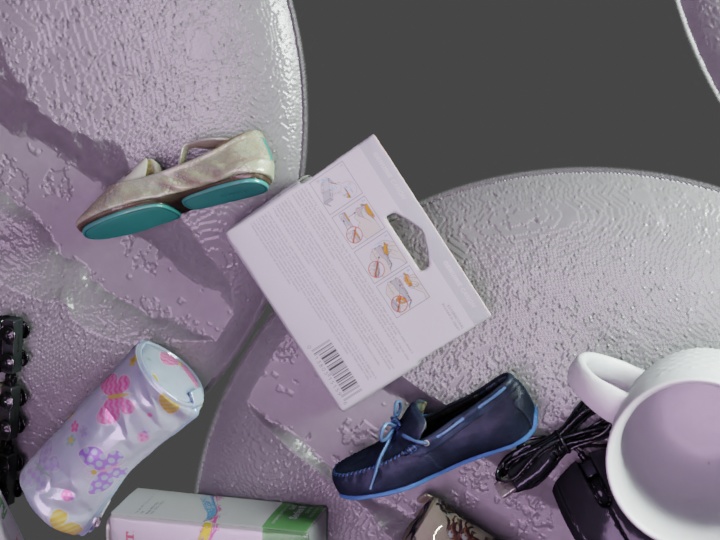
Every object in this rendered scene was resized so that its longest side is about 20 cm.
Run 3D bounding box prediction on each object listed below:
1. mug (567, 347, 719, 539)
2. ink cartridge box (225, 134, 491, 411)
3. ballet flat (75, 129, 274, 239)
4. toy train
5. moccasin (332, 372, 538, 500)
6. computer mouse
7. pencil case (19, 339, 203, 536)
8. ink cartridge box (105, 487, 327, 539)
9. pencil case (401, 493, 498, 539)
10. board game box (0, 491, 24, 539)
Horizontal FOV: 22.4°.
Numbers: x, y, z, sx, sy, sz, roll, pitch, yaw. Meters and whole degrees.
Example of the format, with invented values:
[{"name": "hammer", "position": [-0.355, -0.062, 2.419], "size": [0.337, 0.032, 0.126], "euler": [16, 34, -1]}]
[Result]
[{"name": "mug", "position": [0.268, 0.127, 1.547], "size": [0.199, 0.175, 0.149], "euler": [27, 107, 7]}, {"name": "ink cartridge box", "position": [0.000, 0.000, 1.655], "size": [0.173, 0.044, 0.201], "euler": [-33, 93, 18]}, {"name": "ballet flat", "position": [-0.172, -0.081, 1.680], "size": [0.198, 0.067, 0.063], "euler": [-15, 71, 13]}, {"name": "toy train", "position": [-0.353, 0.141, 1.778], "size": [0.045, 0.034, 0.202], "euler": [11, 104, 24]}, {"name": "moccasin", "position": [0.062, 0.145, 1.660], "size": [0.199, 0.081, 0.069], "euler": [-24, 111, 5]}, {"name": "computer mouse", "position": [0.224, 0.224, 1.636], "size": [0.138, 0.053, 0.201], "euler": [-35, 94, 7]}, {"name": "pencil case", "position": [-0.237, 0.161, 1.726], "size": [0.200, 0.083, 0.091], "euler": [-48, 65, 17]}, {"name": "ink cartridge box", "position": [-0.136, 0.296, 1.732], "size": [0.198, 0.088, 0.147], "euler": [3, 103, 11]}, {"name": "pencil case", "position": [0.124, 0.284, 1.670], "size": [0.199, 0.090, 0.078], "euler": [30, 136, 6]}, {"name": "board game box", "position": [-0.402, 0.246, 1.766], "size": [0.125, 0.035, 0.201], "euler": [-3, 131, 14]}]
